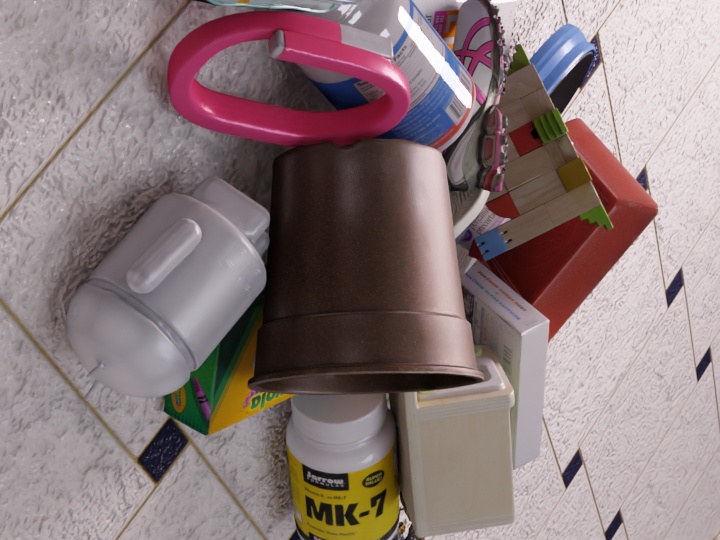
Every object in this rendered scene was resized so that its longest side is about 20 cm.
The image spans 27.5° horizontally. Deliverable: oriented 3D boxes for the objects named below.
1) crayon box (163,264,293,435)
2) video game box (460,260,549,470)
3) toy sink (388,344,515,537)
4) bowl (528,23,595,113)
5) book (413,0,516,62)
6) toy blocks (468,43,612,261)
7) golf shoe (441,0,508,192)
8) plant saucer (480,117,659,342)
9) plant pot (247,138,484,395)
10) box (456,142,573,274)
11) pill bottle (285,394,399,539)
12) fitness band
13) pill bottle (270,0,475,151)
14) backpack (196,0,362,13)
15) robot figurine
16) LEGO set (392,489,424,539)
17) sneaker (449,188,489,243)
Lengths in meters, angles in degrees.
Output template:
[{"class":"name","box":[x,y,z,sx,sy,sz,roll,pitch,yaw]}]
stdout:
[{"class":"crayon box","box":[-0.089,0.061,1.358,0.200,0.058,0.119,-22,129,-51]},{"class":"video game box","box":[0.130,0.089,1.604,0.047,0.182,0.200,-25,134,-26]},{"class":"toy sink","box":[0.092,0.146,1.490,0.112,0.130,0.201,-8,110,-6]},{"class":"bowl","box":[0.181,-0.169,1.565,0.201,0.039,0.201,-50,169,-13]},{"class":"book","box":[0.074,-0.217,1.434,0.200,0.048,0.134,-16,124,-49]},{"class":"toy blocks","box":[0.139,-0.102,1.435,0.136,0.200,0.100,-26,180,5]},{"class":"golf shoe","box":[0.091,-0.168,1.363,0.073,0.092,0.200,85,8,-65]},{"class":"plant saucer","box":[0.203,-0.049,1.585,0.037,0.200,0.200,25,112,-34]},{"class":"plant pot","box":[0.000,0.000,1.255,0.200,0.200,0.199,14,71,-60]},{"class":"box","box":[0.150,-0.076,1.513,0.200,0.039,0.041,-47,168,-32]},{"class":"pill bottle","box":[-0.018,0.194,1.516,0.114,0.114,0.200,-41,142,-36]},{"class":"fitness band","box":[-0.054,-0.145,1.164,0.200,0.144,0.038,10,61,-32]},{"class":"pill bottle","box":[0.007,-0.189,1.259,0.112,0.112,0.200,-58,135,-13]},{"class":"backpack","box":[-0.060,-0.289,1.059,0.176,0.153,0.201,-6,109,-51]},{"class":"robot figurine","box":[-0.154,0.019,1.169,0.200,0.113,0.170,-52,164,-22]},{"class":"LEGO set","box":[0.064,0.282,1.679,0.200,0.116,0.154,-39,158,-41]},{"class":"sneaker","box":[0.054,-0.013,1.395,0.200,0.075,0.085,-48,147,-1]}]
